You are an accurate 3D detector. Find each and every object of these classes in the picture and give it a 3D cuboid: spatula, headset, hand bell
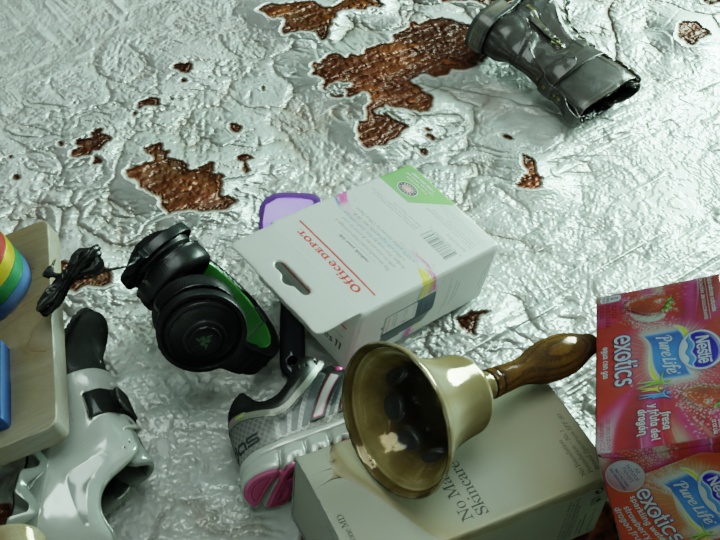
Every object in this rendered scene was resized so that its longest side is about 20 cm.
[{"bbox_3d":[-0.059,0.009,0.968,0.056,0.021,0.200,2,46,-6],"label":"spatula"},{"bbox_3d":[-0.144,0.026,0.855,0.094,0.200,0.124,-44,55,10],"label":"headset"},{"bbox_3d":[0.095,0.076,0.794,0.200,0.104,0.104,-15,48,-39],"label":"hand bell"}]

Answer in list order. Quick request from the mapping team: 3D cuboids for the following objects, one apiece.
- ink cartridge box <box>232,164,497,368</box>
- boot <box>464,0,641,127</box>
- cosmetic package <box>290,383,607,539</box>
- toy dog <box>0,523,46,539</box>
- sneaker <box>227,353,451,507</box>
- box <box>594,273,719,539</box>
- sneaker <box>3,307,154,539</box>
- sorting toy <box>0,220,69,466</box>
[{"bbox_3d":[0.000,0.000,0.932,0.200,0.067,0.117,-25,58,-36],"label":"ink cartridge box"},{"bbox_3d":[0.225,-0.237,1.222,0.174,0.069,0.200,38,57,20],"label":"boot"},{"bbox_3d":[0.062,0.157,0.802,0.199,0.073,0.104,-16,49,-22],"label":"cosmetic package"},{"bbox_3d":[-0.257,0.234,0.695,0.199,0.096,0.132,-6,48,8],"label":"toy dog"},{"bbox_3d":[-0.011,0.096,0.850,0.199,0.074,0.088,-22,58,-19],"label":"sneaker"},{"bbox_3d":[0.217,0.098,0.787,0.095,0.100,0.200,-11,25,17],"label":"box"},{"bbox_3d":[-0.188,0.118,0.817,0.088,0.074,0.200,7,53,-6],"label":"sneaker"},{"bbox_3d":[-0.315,0.057,0.806,0.199,0.070,0.199,-22,48,5],"label":"sorting toy"}]
